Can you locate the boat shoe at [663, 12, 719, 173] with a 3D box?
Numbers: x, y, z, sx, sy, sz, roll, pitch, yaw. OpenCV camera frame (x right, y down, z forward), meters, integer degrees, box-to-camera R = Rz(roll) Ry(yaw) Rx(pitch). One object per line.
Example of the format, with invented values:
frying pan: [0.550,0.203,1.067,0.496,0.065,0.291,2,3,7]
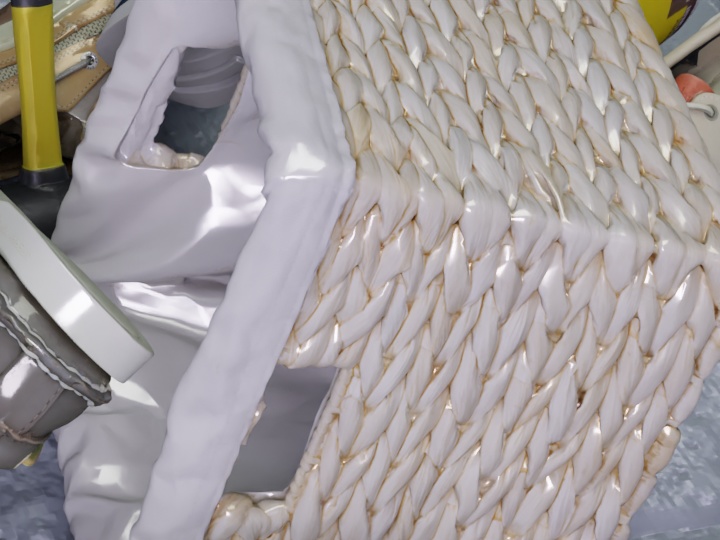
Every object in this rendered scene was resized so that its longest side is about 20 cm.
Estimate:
boat shoe: [0.132,-0.057,1.058,0.071,0.063,0.200,33,43,22]

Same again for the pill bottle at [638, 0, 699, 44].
pill bottle: [0.053,-0.110,1.063,0.109,0.110,0.200,31,41,23]

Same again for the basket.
basket: [0.000,0.000,0.830,0.160,0.199,0.200,9,35,-21]

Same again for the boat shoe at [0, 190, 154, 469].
boat shoe: [-0.123,0.007,0.807,0.060,0.072,0.202,-46,24,-4]

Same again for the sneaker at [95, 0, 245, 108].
sneaker: [-0.019,-0.129,0.926,0.076,0.199,0.081,38,52,-33]

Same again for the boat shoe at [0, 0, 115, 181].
boat shoe: [-0.119,-0.062,0.999,0.199,0.072,0.076,-24,64,-30]

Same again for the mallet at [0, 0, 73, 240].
mallet: [-0.125,-0.086,0.919,0.066,0.201,0.041,-19,23,-27]
